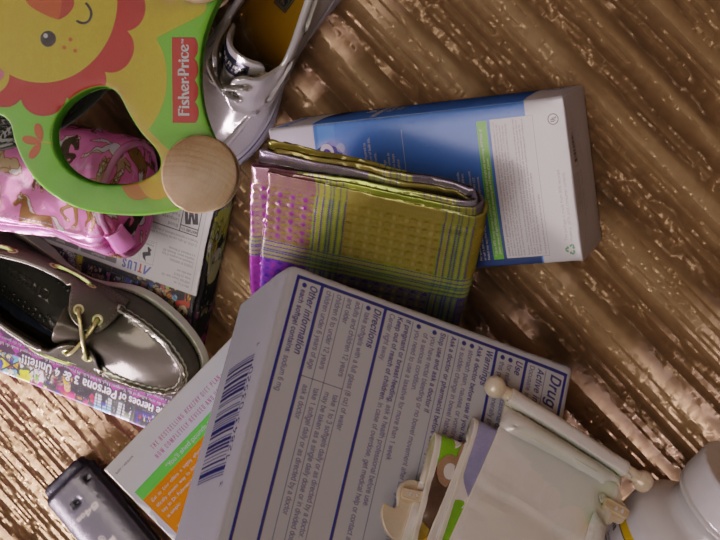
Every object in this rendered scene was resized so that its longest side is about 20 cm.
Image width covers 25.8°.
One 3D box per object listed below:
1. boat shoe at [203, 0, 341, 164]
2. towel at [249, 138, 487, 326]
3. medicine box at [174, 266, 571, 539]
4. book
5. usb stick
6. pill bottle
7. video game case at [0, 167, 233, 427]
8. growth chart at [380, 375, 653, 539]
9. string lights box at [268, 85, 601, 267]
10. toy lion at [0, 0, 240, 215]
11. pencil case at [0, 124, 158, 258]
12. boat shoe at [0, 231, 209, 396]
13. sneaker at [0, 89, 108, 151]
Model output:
[{"bbox_3d":[-0.074,-0.140,1.029,0.071,0.070,0.201,41,114,7],"label":"boat shoe"},{"bbox_3d":[0.000,0.000,0.990,0.142,0.023,0.201,11,143,3],"label":"towel"},{"bbox_3d":[0.009,0.123,0.956,0.198,0.103,0.184,20,70,-16],"label":"medicine box"},{"bbox_3d":[-0.050,0.152,1.028,0.134,0.048,0.200,-45,89,-4],"label":"book"},{"bbox_3d":[-0.159,0.228,1.176,0.055,0.033,0.200,-42,86,26],"label":"usb stick"},{"bbox_3d":[0.187,0.207,0.990,0.112,0.112,0.201,41,114,7],"label":"pill bottle"},{"bbox_3d":[-0.199,0.003,1.133,0.198,0.036,0.183,18,108,17],"label":"video game case"},{"bbox_3d":[0.077,0.161,0.907,0.144,0.201,0.018,37,156,-10],"label":"growth chart"},{"bbox_3d":[0.047,-0.055,1.009,0.198,0.059,0.104,-4,102,22],"label":"string lights box"},{"bbox_3d":[-0.169,-0.135,0.957,0.189,0.069,0.203,-1,94,-2],"label":"toy lion"},{"bbox_3d":[-0.234,-0.062,1.067,0.198,0.083,0.088,8,98,18],"label":"pencil case"},{"bbox_3d":[-0.199,0.033,1.086,0.200,0.060,0.073,29,112,13],"label":"boat shoe"},{"bbox_3d":[-0.188,-0.149,1.041,0.199,0.121,0.084,-35,98,-6],"label":"sneaker"}]
